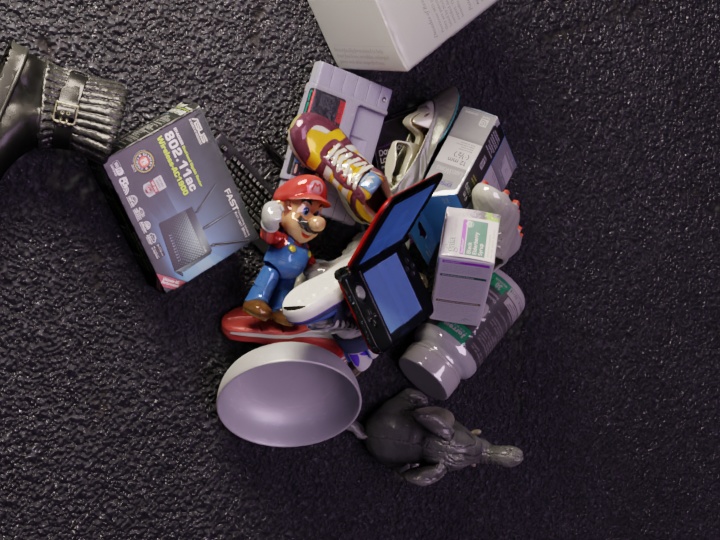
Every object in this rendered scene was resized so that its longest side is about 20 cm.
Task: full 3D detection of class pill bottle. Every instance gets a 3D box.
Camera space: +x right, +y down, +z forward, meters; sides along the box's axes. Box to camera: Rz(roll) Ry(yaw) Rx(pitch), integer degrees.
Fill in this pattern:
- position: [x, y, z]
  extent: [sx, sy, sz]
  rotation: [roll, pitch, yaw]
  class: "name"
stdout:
- position: [0.154, 0.093, 1.899]
  extent: [0.200, 0.113, 0.113]
  rotation: [-50, 123, -21]
  class: "pill bottle"

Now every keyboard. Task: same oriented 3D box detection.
- position: [-0.136, -0.115, 1.704]
  extent: [0.200, 0.021, 0.128]
  rotation: [47, 70, -33]
  class: "keyboard"

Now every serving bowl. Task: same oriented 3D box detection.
- position: [-0.098, 0.159, 1.701]
  extent: [0.199, 0.199, 0.066]
  rotation: [33, 37, -36]
  class: "serving bowl"

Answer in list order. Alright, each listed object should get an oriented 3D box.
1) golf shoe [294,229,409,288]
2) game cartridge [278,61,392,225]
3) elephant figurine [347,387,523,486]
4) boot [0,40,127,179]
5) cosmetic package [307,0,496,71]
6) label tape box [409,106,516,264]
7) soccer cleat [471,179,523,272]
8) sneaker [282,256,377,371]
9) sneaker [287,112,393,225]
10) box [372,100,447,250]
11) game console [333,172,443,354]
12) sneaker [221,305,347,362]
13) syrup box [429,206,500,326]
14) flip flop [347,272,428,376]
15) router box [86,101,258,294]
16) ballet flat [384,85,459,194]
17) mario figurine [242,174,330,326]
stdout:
- position: [0.000, 0.000, 1.764]
  extent: [0.199, 0.097, 0.079]
  rotation: [-29, 110, -22]
  class: "golf shoe"
- position: [-0.037, -0.175, 1.729]
  extent: [0.129, 0.038, 0.202]
  rotation: [16, 89, -37]
  class: "game cartridge"
- position: [0.109, 0.253, 1.837]
  extent: [0.155, 0.199, 0.142]
  rotation: [-41, 120, -24]
  class: "elephant figurine"
- position: [-0.373, -0.149, 1.463]
  extent: [0.157, 0.079, 0.213]
  rotation: [24, 83, -26]
  class: "boot"
- position: [0.050, -0.395, 1.707]
  extent: [0.200, 0.164, 0.166]
  rotation: [-41, 120, -24]
  class: "cosmetic package"
- position: [0.148, -0.114, 1.816]
  extent: [0.201, 0.066, 0.143]
  rotation: [-63, 153, -16]
  class: "label tape box"
- position: [0.195, -0.060, 1.805]
  extent: [0.078, 0.069, 0.200]
  rotation: [-57, 155, -13]
  class: "soccer cleat"
- position: [-0.019, 0.075, 1.638]
  extent: [0.200, 0.080, 0.148]
  rotation: [-35, 117, -52]
  class: "sneaker"
- position: [-0.013, -0.137, 1.678]
  extent: [0.200, 0.090, 0.075]
  rotation: [45, 75, -30]
  class: "sneaker"
- position: [0.078, -0.139, 1.852]
  extent: [0.142, 0.036, 0.202]
  rotation: [-24, 110, -32]
  class: "box"
- position: [0.063, -0.011, 1.603]
  extent: [0.174, 0.118, 0.200]
  rotation: [65, 29, -3]
  class: "game console"
- position: [-0.101, 0.114, 1.734]
  extent: [0.198, 0.079, 0.116]
  rotation: [4, 118, -16]
  class: "sneaker"
- position: [0.147, -0.002, 1.770]
  extent: [0.081, 0.200, 0.079]
  rotation: [9, 62, 2]
  class: "syrup box"
- position: [0.028, 0.082, 1.831]
  extent: [0.201, 0.081, 0.058]
  rotation: [-55, 141, -15]
  class: "flip flop"
- position: [-0.238, -0.092, 1.594]
  extent: [0.149, 0.062, 0.201]
  rotation: [-34, 116, -23]
  class: "router box"
- position: [0.081, -0.186, 1.786]
  extent: [0.063, 0.067, 0.202]
  rotation: [28, 80, -28]
  class: "ballet flat"
- position: [-0.085, -0.027, 1.638]
  extent: [0.105, 0.123, 0.202]
  rotation: [17, 93, 6]
  class: "mario figurine"
